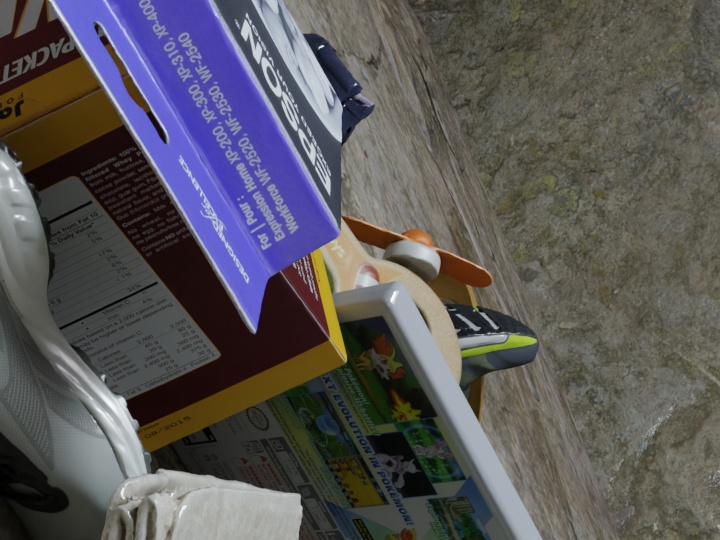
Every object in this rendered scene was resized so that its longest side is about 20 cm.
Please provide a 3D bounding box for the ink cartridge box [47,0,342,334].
[{"bbox_3d":[-0.068,-0.103,0.664,0.198,0.043,0.200,60,13,-23],"label":"ink cartridge box"}]

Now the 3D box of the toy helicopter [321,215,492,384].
[{"bbox_3d":[0.000,0.000,0.987,0.132,0.079,0.200,-48,115,-35],"label":"toy helicopter"}]

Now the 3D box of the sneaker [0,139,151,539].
[{"bbox_3d":[-0.143,0.046,0.648,0.079,0.074,0.201,-46,125,-41],"label":"sneaker"}]

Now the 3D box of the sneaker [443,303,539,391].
[{"bbox_3d":[0.020,0.079,1.079,0.074,0.199,0.081,-129,-157,-68],"label":"sneaker"}]

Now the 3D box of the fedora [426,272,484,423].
[{"bbox_3d":[0.016,0.083,1.182,0.201,0.082,0.201,-172,-90,-69],"label":"fedora"}]

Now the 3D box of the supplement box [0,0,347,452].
[{"bbox_3d":[-0.121,-0.057,0.786,0.200,0.132,0.198,56,13,-44],"label":"supplement box"}]

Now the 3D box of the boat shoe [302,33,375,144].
[{"bbox_3d":[-0.072,-0.146,1.233,0.200,0.093,0.075,48,-2,29],"label":"boat shoe"}]

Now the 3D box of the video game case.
[{"bbox_3d":[-0.011,0.103,0.881,0.200,0.182,0.022,61,40,-23],"label":"video game case"}]

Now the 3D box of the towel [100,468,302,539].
[{"bbox_3d":[-0.070,0.149,0.684,0.200,0.034,0.133,37,64,-74],"label":"towel"}]
